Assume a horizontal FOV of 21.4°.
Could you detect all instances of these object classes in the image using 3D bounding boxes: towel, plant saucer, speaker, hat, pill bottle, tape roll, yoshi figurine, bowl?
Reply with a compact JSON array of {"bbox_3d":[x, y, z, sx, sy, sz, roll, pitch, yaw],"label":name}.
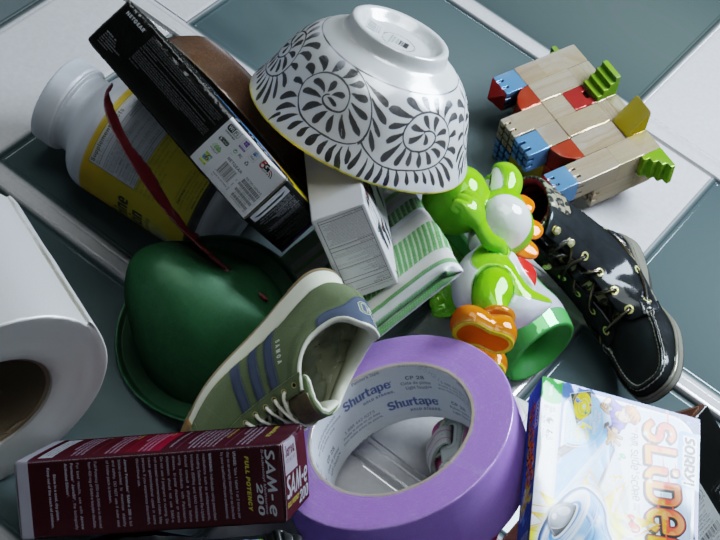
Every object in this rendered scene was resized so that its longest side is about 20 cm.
[{"bbox_3d":[0.000,0.000,1.608,0.023,0.152,0.200,49,4,-27],"label":"towel"},{"bbox_3d":[-0.101,-0.139,1.699,0.034,0.200,0.200,-43,69,-7],"label":"plant saucer"},{"bbox_3d":[0.102,0.002,1.712,0.088,0.089,0.200,-20,58,-34],"label":"speaker"},{"bbox_3d":[-0.155,0.003,1.516,0.199,0.176,0.166,34,77,29],"label":"hat"},{"bbox_3d":[-0.188,-0.102,1.684,0.199,0.112,0.112,32,46,11],"label":"pill bottle"},{"bbox_3d":[-0.309,0.055,1.433,0.201,0.204,0.139,-18,56,-32],"label":"tape roll"},{"bbox_3d":[0.089,-0.012,1.614,0.112,0.112,0.201,45,40,-39],"label":"yoshi figurine"},{"bbox_3d":[0.032,0.145,1.504,0.198,0.066,0.201,-13,41,12],"label":"tape roll"},{"bbox_3d":[0.016,-0.158,1.584,0.199,0.095,0.201,21,27,-11],"label":"bowl"}]

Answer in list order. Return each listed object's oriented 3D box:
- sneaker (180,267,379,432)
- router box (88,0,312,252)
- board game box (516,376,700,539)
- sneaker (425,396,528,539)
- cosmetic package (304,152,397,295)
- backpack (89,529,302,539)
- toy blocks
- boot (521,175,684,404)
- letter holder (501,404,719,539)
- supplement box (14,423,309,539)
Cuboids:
[{"bbox_3d":[-0.060,0.095,1.481,0.067,0.201,0.090,39,-3,-40],"label":"sneaker"},{"bbox_3d":[-0.124,-0.114,1.547,0.051,0.149,0.200,-41,77,0],"label":"router box"},{"bbox_3d":[0.187,0.186,1.438,0.134,0.035,0.201,15,51,-8],"label":"board game box"},{"bbox_3d":[0.088,0.168,1.568,0.088,0.082,0.200,26,39,10],"label":"sneaker"},{"bbox_3d":[-0.010,-0.066,1.598,0.050,0.083,0.201,-18,32,6],"label":"cosmetic package"},{"bbox_3d":[-0.142,0.271,1.343,0.198,0.135,0.183,4,36,28],"label":"backpack"},{"bbox_3d":[0.193,-0.134,1.879,0.136,0.100,0.201,-23,59,-22],"label":"toy blocks"},{"bbox_3d":[0.204,0.015,1.704,0.153,0.073,0.205,33,29,-34],"label":"boot"},{"bbox_3d":[0.208,0.217,1.555,0.200,0.142,0.101,-41,102,-38],"label":"letter holder"},{"bbox_3d":[-0.144,0.155,1.415,0.198,0.062,0.109,-5,3,8],"label":"supplement box"}]
